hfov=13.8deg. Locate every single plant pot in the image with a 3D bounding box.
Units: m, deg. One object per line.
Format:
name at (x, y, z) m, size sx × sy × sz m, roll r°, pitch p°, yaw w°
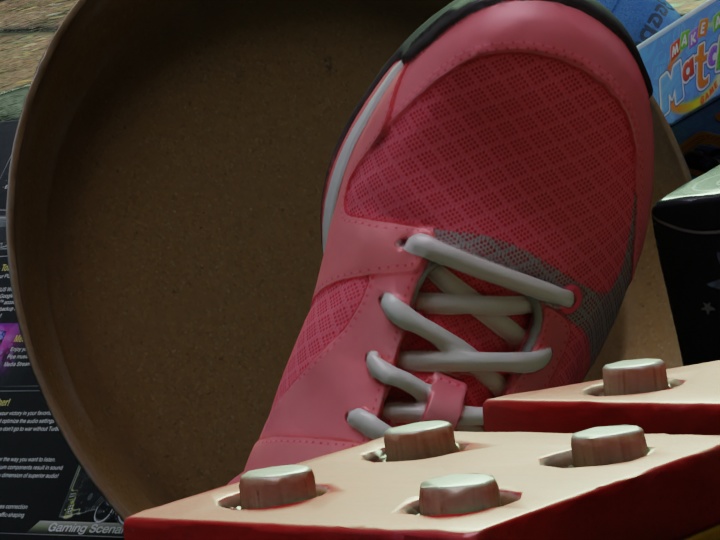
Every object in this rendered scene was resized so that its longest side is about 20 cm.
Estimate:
plant pot at (0.000, 0.000, 0.758) m, size 0.200 × 0.201 × 0.027 m, roll -20°, pitch -5°, yaw -30°

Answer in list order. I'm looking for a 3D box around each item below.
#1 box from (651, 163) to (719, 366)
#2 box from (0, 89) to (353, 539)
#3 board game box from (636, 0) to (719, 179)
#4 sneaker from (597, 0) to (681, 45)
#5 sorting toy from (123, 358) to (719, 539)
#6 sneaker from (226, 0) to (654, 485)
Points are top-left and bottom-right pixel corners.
box at (0.188, 0.012, 0.667) m, size 0.199 × 0.115 × 0.132 m, roll -6°, pitch 12°, yaw 30°
box at (-0.095, 0.032, 0.829) m, size 0.200 × 0.044 × 0.161 m, roll -4°, pitch 55°, yaw 40°
board game box at (0.154, -0.039, 0.828) m, size 0.151 × 0.037 × 0.200 m, roll 13°, pitch -19°, yaw -21°
sneaker at (0.076, -0.030, 0.967) m, size 0.078 × 0.200 × 0.066 m, roll 23°, pitch 65°, yaw 18°
sorting toy at (0.082, 0.052, 0.462) m, size 0.200 × 0.070 × 0.199 m, roll -2°, pitch 8°, yaw 42°
sneaker at (0.015, 0.038, 0.634) m, size 0.074 × 0.201 × 0.087 m, roll 19°, pitch 20°, yaw -10°
